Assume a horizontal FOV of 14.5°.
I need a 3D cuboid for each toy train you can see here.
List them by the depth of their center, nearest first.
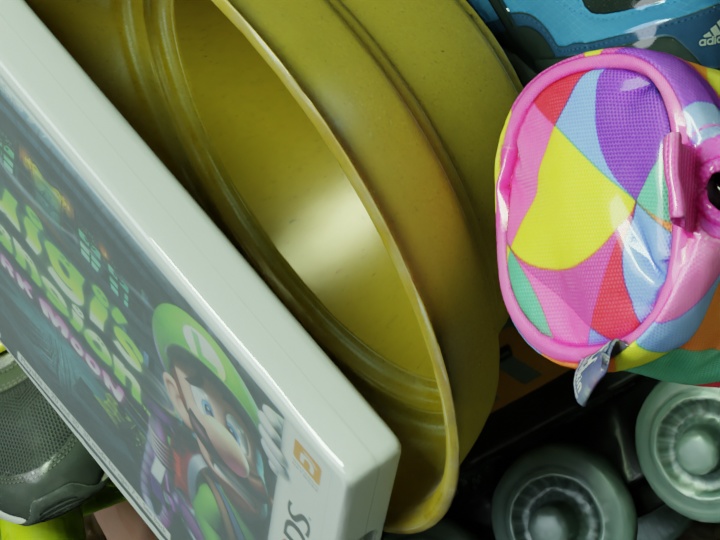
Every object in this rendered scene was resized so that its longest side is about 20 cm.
[{"bbox_3d":[0.056,0.039,0.860,0.200,0.085,0.114,-31,84,28],"label":"toy train"}]

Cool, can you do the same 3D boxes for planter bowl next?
[{"bbox_3d":[-0.007,-0.033,0.795,0.200,0.083,0.201,45,156,26],"label":"planter bowl"}]

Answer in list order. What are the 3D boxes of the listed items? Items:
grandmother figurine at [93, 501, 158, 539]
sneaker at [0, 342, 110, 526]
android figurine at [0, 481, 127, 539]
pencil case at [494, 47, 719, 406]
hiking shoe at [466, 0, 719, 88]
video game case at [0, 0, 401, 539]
[{"bbox_3d":[-0.051,0.134,1.044,0.121,0.060,0.200,107,142,-60],"label":"grandmother figurine"},{"bbox_3d":[-0.142,0.001,1.000,0.074,0.085,0.200,-30,53,6],"label":"sneaker"},{"bbox_3d":[-0.099,0.025,1.045,0.182,0.041,0.200,-20,54,12],"label":"android figurine"},{"bbox_3d":[0.127,-0.005,0.724,0.088,0.200,0.089,-12,75,53],"label":"pencil case"},{"bbox_3d":[0.049,-0.094,0.830,0.200,0.074,0.087,33,129,43],"label":"hiking shoe"},{"bbox_3d":[-0.065,0.024,0.852,0.200,0.023,0.182,49,157,19],"label":"video game case"}]
